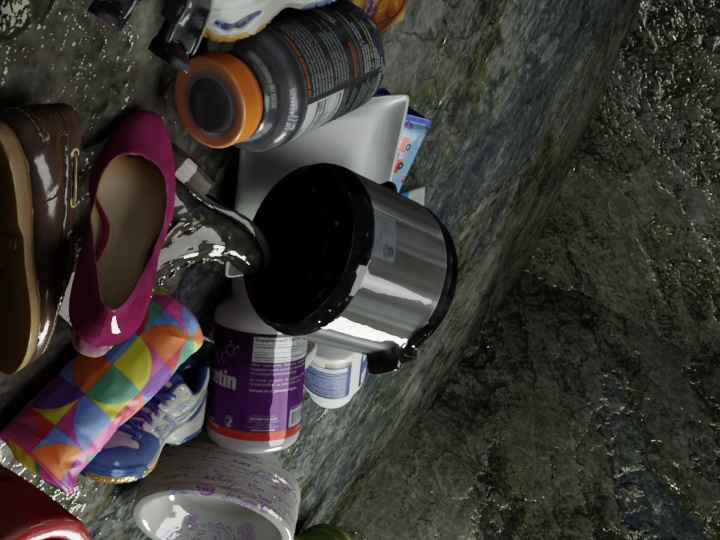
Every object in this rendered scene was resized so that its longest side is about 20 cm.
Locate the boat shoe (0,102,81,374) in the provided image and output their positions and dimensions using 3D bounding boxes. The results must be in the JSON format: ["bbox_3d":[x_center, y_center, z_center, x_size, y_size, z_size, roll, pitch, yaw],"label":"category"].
[{"bbox_3d":[-0.223,-0.018,0.552,0.070,0.070,0.201,-36,152,-52],"label":"boat shoe"}]

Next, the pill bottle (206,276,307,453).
[{"bbox_3d":[-0.119,0.103,0.948,0.112,0.112,0.202,-17,114,-67],"label":"pill bottle"}]

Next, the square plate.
[{"bbox_3d":[-0.050,-0.095,0.867,0.199,0.028,0.199,-10,128,-33],"label":"square plate"}]

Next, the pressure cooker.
[{"bbox_3d":[0.002,0.000,0.830,0.199,0.179,0.177,18,106,-44],"label":"pressure cooker"}]

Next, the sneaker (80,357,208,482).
[{"bbox_3d":[-0.223,0.147,0.838,0.200,0.075,0.089,-36,145,-72],"label":"sneaker"}]

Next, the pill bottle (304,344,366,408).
[{"bbox_3d":[-0.044,0.141,1.295,0.111,0.111,0.201,-50,161,-29],"label":"pill bottle"}]

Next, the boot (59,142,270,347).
[{"bbox_3d":[-0.180,-0.001,0.698,0.175,0.069,0.200,-55,142,-13],"label":"boot"}]

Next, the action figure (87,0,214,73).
[{"bbox_3d":[-0.090,-0.230,0.510,0.201,0.130,0.069,-58,-162,7],"label":"action figure"}]

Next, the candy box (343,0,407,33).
[{"bbox_3d":[0.011,-0.316,0.757,0.117,0.056,0.201,-44,157,-40],"label":"candy box"}]

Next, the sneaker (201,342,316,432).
[{"bbox_3d":[-0.140,0.181,1.112,0.200,0.080,0.147,-38,147,-42],"label":"sneaker"}]

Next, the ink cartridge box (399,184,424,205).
[{"bbox_3d":[0.029,-0.017,1.165,0.144,0.084,0.202,-25,118,-62],"label":"ink cartridge box"}]

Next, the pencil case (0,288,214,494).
[{"bbox_3d":[-0.227,0.103,0.736,0.200,0.088,0.089,-48,161,-30],"label":"pencil case"}]

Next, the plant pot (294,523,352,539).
[{"bbox_3d":[-0.130,0.722,1.984,0.201,0.199,0.190,-58,151,-5],"label":"plant pot"}]

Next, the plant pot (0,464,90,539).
[{"bbox_3d":[-0.298,0.190,0.491,0.201,0.182,0.201,-51,162,-23],"label":"plant pot"}]

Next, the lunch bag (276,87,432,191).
[{"bbox_3d":[-0.033,-0.134,0.929,0.199,0.094,0.151,-5,127,-51],"label":"lunch bag"}]

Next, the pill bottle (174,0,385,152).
[{"bbox_3d":[-0.068,-0.166,0.692,0.200,0.106,0.107,-38,154,-51],"label":"pill bottle"}]

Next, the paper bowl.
[{"bbox_3d":[-0.174,0.276,1.007,0.201,0.199,0.105,102,-1,-49],"label":"paper bowl"}]

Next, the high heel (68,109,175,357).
[{"bbox_3d":[-0.162,-0.042,0.566,0.096,0.067,0.201,-37,-144,57],"label":"high heel"}]

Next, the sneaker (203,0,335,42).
[{"bbox_3d":[-0.059,-0.251,0.625,0.200,0.075,0.089,-47,159,-39],"label":"sneaker"}]
